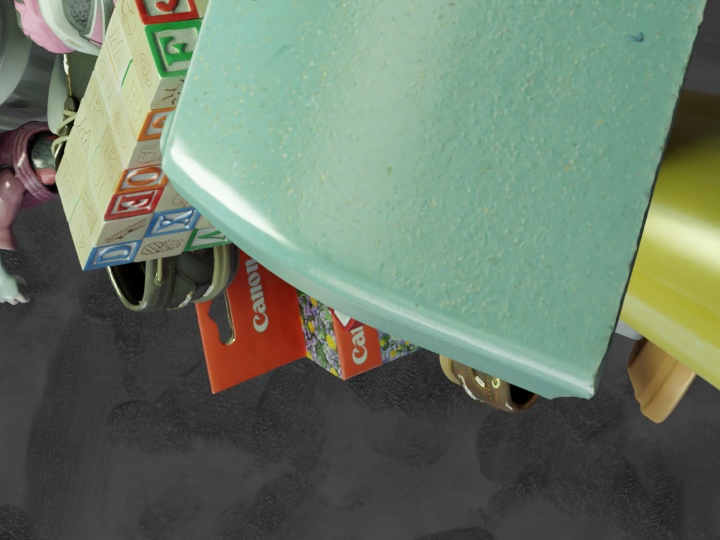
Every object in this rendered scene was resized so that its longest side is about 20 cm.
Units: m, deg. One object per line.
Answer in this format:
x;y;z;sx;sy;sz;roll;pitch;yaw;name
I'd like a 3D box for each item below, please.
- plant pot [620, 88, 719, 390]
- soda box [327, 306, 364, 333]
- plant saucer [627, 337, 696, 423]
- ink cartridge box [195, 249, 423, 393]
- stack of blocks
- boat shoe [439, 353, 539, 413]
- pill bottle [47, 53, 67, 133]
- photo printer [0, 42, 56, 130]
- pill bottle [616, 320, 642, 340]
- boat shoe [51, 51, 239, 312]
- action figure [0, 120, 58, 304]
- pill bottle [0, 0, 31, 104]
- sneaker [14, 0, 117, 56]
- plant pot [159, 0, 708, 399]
0.228;-0.014;1.335;0.188;0.202;0.201;24;-177;24;plant pot
0.032;-0.051;1.268;0.070;0.064;0.200;-22;158;-31;soda box
0.223;0.002;1.523;0.037;0.201;0.200;27;178;3;plant saucer
0.000;0.000;1.406;0.199;0.109;0.050;-21;-154;-24;ink cartridge box
-0.075;-0.077;1.186;0.115;0.059;0.200;-10;158;-23;stack of blocks
0.108;-0.014;1.395;0.070;0.201;0.070;10;-171;-29;boat shoe
-0.084;-0.099;1.437;0.199;0.105;0.104;12;176;-21;pill bottle
-0.254;-0.140;1.544;0.166;0.070;0.200;7;175;33;photo printer
0.106;-0.036;1.521;0.199;0.114;0.114;23;178;5;pill bottle
-0.128;-0.070;1.308;0.074;0.201;0.073;-12;-169;44;boat shoe
-0.226;-0.070;1.519;0.200;0.134;0.149;-14;117;47;action figure
-0.272;-0.140;1.254;0.108;0.109;0.200;7;176;37;pill bottle
-0.093;-0.130;1.210;0.086;0.081;0.200;-3;177;25;sneaker
0.024;-0.067;1.022;0.199;0.197;0.196;17;177;1;plant pot
